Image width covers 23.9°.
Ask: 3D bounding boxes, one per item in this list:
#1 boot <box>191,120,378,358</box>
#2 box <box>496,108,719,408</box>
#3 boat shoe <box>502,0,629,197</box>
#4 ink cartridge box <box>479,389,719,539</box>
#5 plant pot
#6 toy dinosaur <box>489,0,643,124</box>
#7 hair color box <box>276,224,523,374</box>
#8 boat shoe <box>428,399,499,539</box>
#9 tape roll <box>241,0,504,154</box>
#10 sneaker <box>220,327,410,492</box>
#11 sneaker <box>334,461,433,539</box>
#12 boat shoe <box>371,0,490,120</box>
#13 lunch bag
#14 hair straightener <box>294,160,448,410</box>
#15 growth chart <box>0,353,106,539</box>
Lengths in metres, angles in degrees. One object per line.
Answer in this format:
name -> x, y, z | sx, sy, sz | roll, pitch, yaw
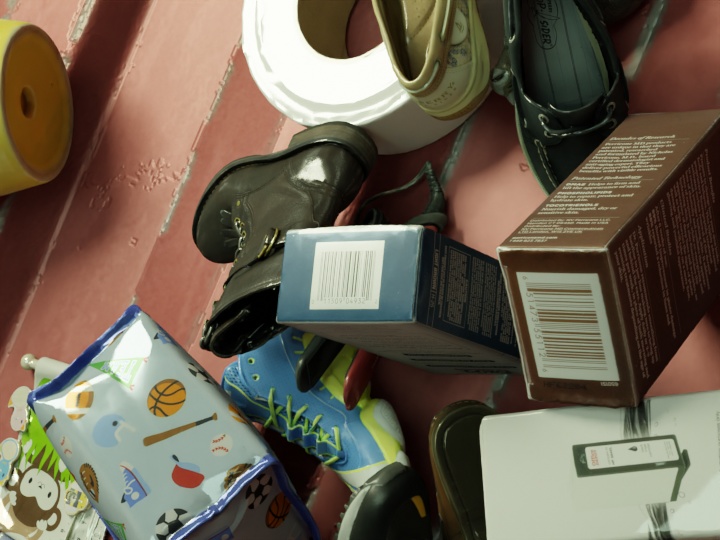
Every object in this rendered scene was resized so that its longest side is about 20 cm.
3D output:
boot -> -0.075, -0.009, 1.172 | 0.200, 0.069, 0.174 | -32, 27, 42
box -> 0.160, -0.013, 0.999 | 0.075, 0.200, 0.100 | 2, 116, 34
boat shoe -> 0.134, -0.116, 1.088 | 0.074, 0.066, 0.200 | -9, 99, 6
ink cartridge box -> 0.189, 0.122, 0.986 | 0.199, 0.146, 0.085 | -10, 74, 31
plant pot -> -0.346, -0.130, 1.381 | 0.188, 0.201, 0.202 | -3, 75, 17
toy dinosaur -> 0.152, -0.200, 1.145 | 0.200, 0.102, 0.077 | -39, 15, 5
hair color box -> 0.045, 0.022, 1.072 | 0.100, 0.200, 0.061 | 0, 77, 32
boat shoe -> 0.091, 0.180, 1.085 | 0.072, 0.068, 0.201 | -10, 89, -4
tape roll -> 0.014, -0.189, 1.229 | 0.202, 0.071, 0.203 | -10, 72, 31
sneaker -> -0.035, 0.101, 1.160 | 0.105, 0.076, 0.200 | -13, 52, -12
sneaker -> 0.036, 0.212, 1.067 | 0.090, 0.070, 0.201 | 28, 129, 34
boat shoe -> 0.039, -0.200, 1.133 | 0.073, 0.063, 0.201 | -25, 64, 26
lunch bag -> -0.114, 0.151, 1.144 | 0.124, 0.200, 0.170 | -39, 58, -7
hair straightener -> 0.000, 0.000, 1.161 | 0.077, 0.041, 0.200 | 17, 60, 18
growth chart -> -0.240, 0.168, 1.330 | 0.144, 0.018, 0.201 | 3, 78, 34
